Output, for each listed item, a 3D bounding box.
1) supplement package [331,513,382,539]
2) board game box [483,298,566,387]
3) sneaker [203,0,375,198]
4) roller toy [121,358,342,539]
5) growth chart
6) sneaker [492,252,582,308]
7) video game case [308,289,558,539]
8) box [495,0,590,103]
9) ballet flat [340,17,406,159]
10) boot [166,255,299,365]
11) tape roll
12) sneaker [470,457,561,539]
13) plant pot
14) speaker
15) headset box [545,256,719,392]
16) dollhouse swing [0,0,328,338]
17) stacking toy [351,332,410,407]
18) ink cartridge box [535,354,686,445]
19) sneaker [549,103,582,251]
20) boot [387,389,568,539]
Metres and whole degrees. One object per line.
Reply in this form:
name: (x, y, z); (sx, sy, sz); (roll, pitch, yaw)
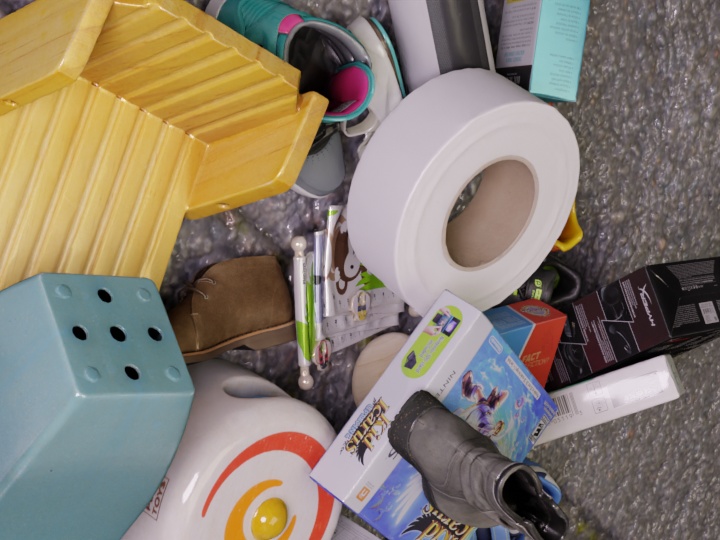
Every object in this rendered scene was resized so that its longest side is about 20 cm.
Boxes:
supplement package: (-0.056, 0.331, 1.198); (0.199, 0.150, 0.153); (-37, 130, -28)
board game box: (0.104, 0.133, 1.250); (0.152, 0.040, 0.202); (-11, 122, -50)
sneaker: (-0.033, -0.125, 1.064); (0.084, 0.120, 0.201); (-48, 133, -19)
roller toy: (-0.109, 0.175, 1.094); (0.199, 0.139, 0.184); (-37, 128, -28)
growth chart: (0.000, 0.000, 1.183); (0.199, 0.018, 0.147); (-27, 116, -51)
sneaker: (0.138, 0.006, 1.309); (0.198, 0.082, 0.072); (-1, 105, -44)
video game case: (0.068, 0.140, 1.135); (0.182, 0.045, 0.200); (-53, 141, -7)
box: (0.164, -0.249, 1.210); (0.049, 0.082, 0.203); (6, 94, -18)
ballet flat: (0.017, -0.122, 1.162); (0.070, 0.069, 0.201); (-47, 136, -20)
boot: (-0.132, 0.035, 1.081); (0.199, 0.073, 0.076); (-15, 100, -47)
tape roll: (0.087, -0.061, 1.153); (0.201, 0.071, 0.204); (-24, 133, -29)
sneaker: (0.117, 0.246, 1.384); (0.199, 0.082, 0.075); (-30, 126, -30)
plant pot: (-0.205, 0.097, 0.902); (0.140, 0.142, 0.200); (3, 143, -44)
speaker: (0.060, -0.231, 1.145); (0.081, 0.081, 0.202); (-34, 127, -30)
headset box: (0.268, 0.060, 1.396); (0.148, 0.199, 0.078); (-6, 73, -41)
dollhouse swing: (-0.156, -0.060, 0.931); (0.199, 0.181, 0.178); (27, 62, -40)
stacking toy: (0.081, 0.115, 1.305); (0.199, 0.085, 0.086); (18, 93, -50)
ink cartridge box: (0.243, 0.128, 1.393); (0.200, 0.159, 0.051); (4, 66, -75)
sneaker: (0.173, -0.114, 1.299); (0.073, 0.077, 0.202); (-31, 117, -30)
boot: (0.106, 0.176, 1.057); (0.068, 0.130, 0.200); (-51, 141, -7)
